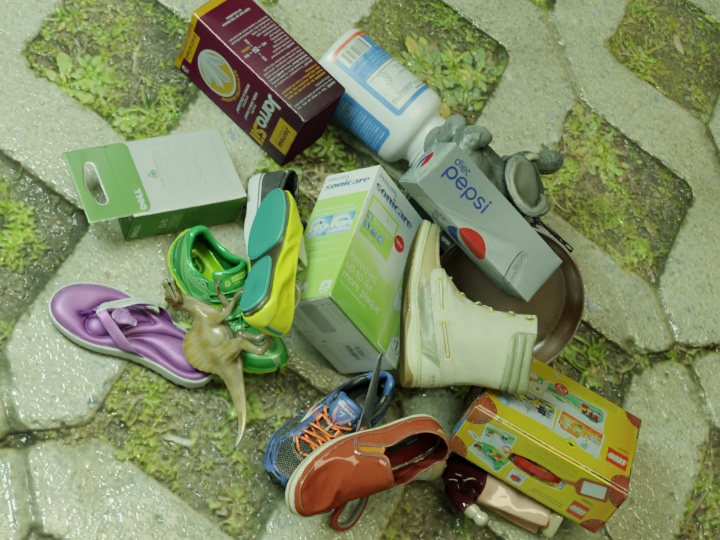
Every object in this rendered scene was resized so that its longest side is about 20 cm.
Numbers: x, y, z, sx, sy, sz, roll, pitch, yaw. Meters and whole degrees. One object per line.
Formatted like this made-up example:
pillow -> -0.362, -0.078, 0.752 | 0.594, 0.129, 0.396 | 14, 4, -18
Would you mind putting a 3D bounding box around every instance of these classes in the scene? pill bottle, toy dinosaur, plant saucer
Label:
pill bottle -> 0.034, -0.213, 1.716 | 0.200, 0.112, 0.112 | 41, 55, 3
toy dinosaur -> -0.146, 0.086, 1.465 | 0.101, 0.058, 0.200 | -29, 87, 6
plant saucer -> 0.174, 0.036, 1.612 | 0.200, 0.200, 0.034 | 20, 14, -11

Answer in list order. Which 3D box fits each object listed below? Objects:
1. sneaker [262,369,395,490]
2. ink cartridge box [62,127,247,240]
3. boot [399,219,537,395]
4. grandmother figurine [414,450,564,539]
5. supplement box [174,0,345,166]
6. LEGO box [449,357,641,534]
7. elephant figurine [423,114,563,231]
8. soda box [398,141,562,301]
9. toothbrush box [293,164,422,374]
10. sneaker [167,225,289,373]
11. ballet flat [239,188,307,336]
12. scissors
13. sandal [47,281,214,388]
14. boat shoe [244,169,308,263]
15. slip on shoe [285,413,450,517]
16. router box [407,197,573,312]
sneaker -> -0.034, 0.171, 1.487 | 0.075, 0.078, 0.200 | 44, 55, 7
ink cartridge box -> -0.248, -0.100, 1.567 | 0.200, 0.059, 0.104 | -12, 67, -27
boot -> 0.125, 0.043, 1.507 | 0.154, 0.072, 0.200 | 5, 68, -3
grandmother figurine -> 0.138, 0.250, 1.529 | 0.200, 0.061, 0.121 | 23, 28, -5
supplement box -> -0.129, -0.246, 1.669 | 0.200, 0.110, 0.086 | 44, 56, 6
LEGO box -> 0.220, 0.192, 1.544 | 0.200, 0.077, 0.149 | 30, 34, 1
elephant figurine -> 0.176, -0.102, 1.636 | 0.200, 0.141, 0.155 | 23, 96, -26
soda box -> 0.139, -0.056, 1.519 | 0.068, 0.063, 0.200 | -47, 107, -9
toothbrush box -> 0.000, 0.000, 1.556 | 0.146, 0.086, 0.200 | 50, 44, -35
sneaker -> -0.154, 0.035, 1.513 | 0.074, 0.084, 0.200 | -31, 77, -33
ballet flat -> -0.091, -0.005, 1.462 | 0.067, 0.067, 0.200 | 40, 35, -29
scissors -> 0.004, 0.192, 1.465 | 0.073, 0.014, 0.200 | 28, 84, -27
sandal -> -0.250, 0.062, 1.477 | 0.202, 0.050, 0.083 | 25, 55, -10
boat shoe -> -0.094, -0.050, 1.567 | 0.066, 0.070, 0.200 | -19, 38, 13
slip on shoe -> 0.010, 0.213, 1.429 | 0.200, 0.061, 0.074 | -20, 110, -22
router box -> 0.156, -0.044, 1.704 | 0.200, 0.051, 0.149 | 44, 57, 6
